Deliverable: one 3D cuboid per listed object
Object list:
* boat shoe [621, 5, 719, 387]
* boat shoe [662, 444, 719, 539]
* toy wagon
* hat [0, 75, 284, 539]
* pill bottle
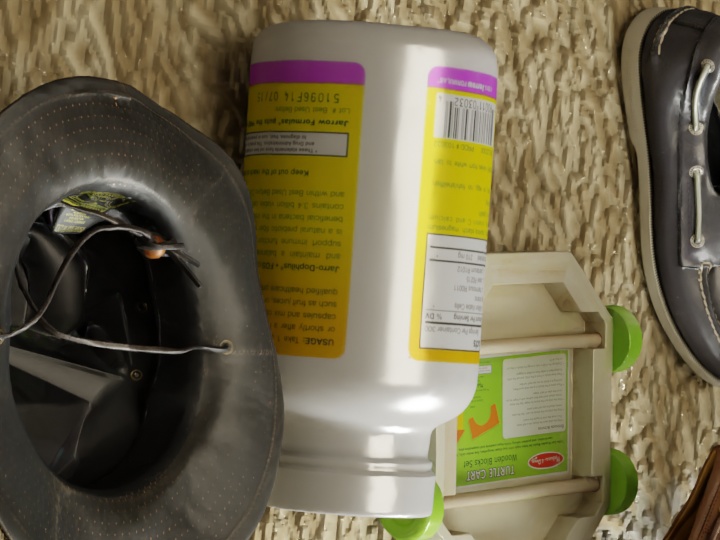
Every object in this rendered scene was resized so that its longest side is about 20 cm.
[{"bbox_3d":[0.180,-0.033,1.423,0.073,0.063,0.200,-30,113,-43],"label":"boat shoe"},{"bbox_3d":[0.140,0.163,1.346,0.068,0.072,0.200,30,110,-12],"label":"boat shoe"},{"bbox_3d":[0.067,0.091,1.325,0.155,0.040,0.200,-2,94,-47],"label":"toy wagon"},{"bbox_3d":[-0.117,0.030,1.095,0.201,0.081,0.201,11,76,-51],"label":"hat"},{"bbox_3d":[0.000,0.000,1.200,0.104,0.104,0.200,6,88,-47],"label":"pill bottle"}]
